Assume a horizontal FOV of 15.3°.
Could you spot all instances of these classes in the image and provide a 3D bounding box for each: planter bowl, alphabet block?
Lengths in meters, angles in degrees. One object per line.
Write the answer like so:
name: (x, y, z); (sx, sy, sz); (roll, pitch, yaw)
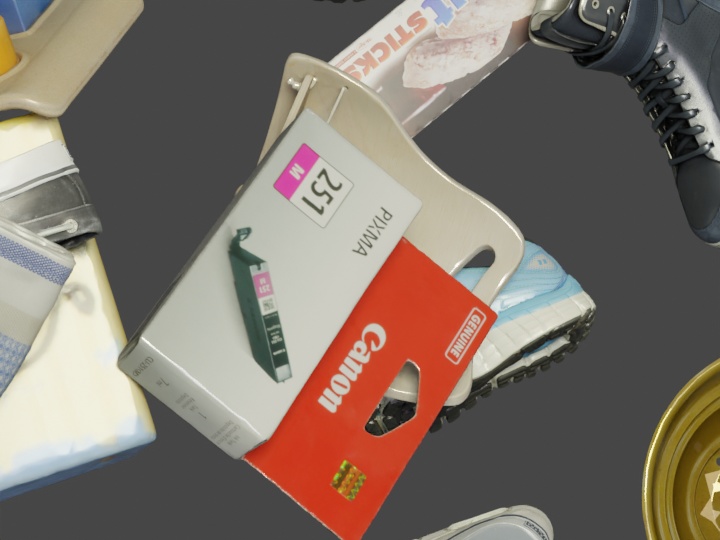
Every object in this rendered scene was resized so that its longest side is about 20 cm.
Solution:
planter bowl: (0.266, 0.146, 1.697); (0.200, 0.083, 0.201); (1, 84, -9)
alphabet block: (-0.243, 0.039, 1.571); (0.195, 0.196, 0.200); (-18, 86, -13)

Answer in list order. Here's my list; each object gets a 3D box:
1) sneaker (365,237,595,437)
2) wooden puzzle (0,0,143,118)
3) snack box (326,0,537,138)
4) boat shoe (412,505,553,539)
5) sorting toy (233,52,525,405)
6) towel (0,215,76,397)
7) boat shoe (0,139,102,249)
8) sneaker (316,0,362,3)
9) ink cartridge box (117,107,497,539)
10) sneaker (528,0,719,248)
sneaker: (0.045, 0.044, 1.691); (0.200, 0.078, 0.090); (-25, 67, -11)
wooden puzzle: (-0.247, -0.133, 1.569); (0.200, 0.185, 0.046); (-5, 115, 16)
snack box: (0.068, -0.160, 1.731); (0.200, 0.024, 0.072); (-40, 91, -12)
boat shoe: (0.032, 0.198, 1.661); (0.202, 0.086, 0.075); (-32, 94, 17)
sorting toy: (0.000, 0.000, 1.633); (0.180, 0.107, 0.200); (22, 69, 6)
towel: (-0.257, 0.043, 1.410); (0.147, 0.024, 0.200); (26, 104, -24)
boat shoe: (-0.235, 0.001, 1.446); (0.200, 0.072, 0.068); (-27, 87, -19)
sneaker: (-0.048, -0.225, 1.695); (0.200, 0.078, 0.090); (6, 75, -11)
ink cartridge box: (-0.018, 0.032, 1.537); (0.174, 0.044, 0.200); (39, 55, -7)
sneaker: (0.179, -0.115, 1.698); (0.146, 0.077, 0.203); (5, 73, -32)
